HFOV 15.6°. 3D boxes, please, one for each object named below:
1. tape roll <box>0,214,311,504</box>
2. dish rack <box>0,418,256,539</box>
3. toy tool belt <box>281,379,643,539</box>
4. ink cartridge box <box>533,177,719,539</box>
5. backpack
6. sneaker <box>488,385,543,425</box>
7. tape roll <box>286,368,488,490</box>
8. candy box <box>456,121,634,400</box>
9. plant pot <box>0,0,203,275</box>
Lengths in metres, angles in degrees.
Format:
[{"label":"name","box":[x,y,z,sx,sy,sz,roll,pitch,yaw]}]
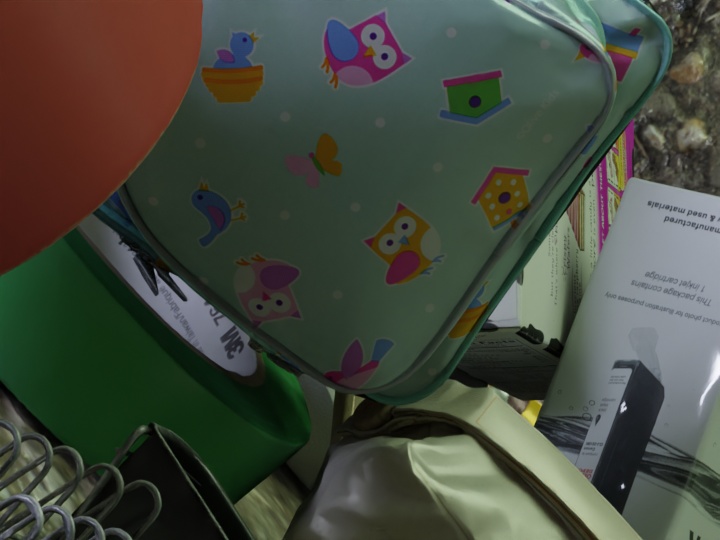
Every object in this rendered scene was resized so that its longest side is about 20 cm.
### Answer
[{"label":"tape roll","box":[-0.098,-0.004,0.917,0.201,0.048,0.201,49,9,-10]},{"label":"dish rack","box":[-0.064,0.098,0.644,0.154,0.054,0.200,54,9,25]},{"label":"toy tool belt","box":[0.054,0.123,0.932,0.200,0.125,0.123,49,17,-16]},{"label":"ink cartridge box","box":[0.141,0.085,1.109,0.083,0.201,0.144,15,-12,38]},{"label":"backpack","box":[-0.019,-0.070,0.856,0.199,0.176,0.153,35,16,-5]},{"label":"sneaker","box":[0.033,0.059,1.265,0.200,0.075,0.090,45,3,24]},{"label":"tape roll","box":[0.000,0.000,1.119,0.203,0.037,0.204,39,46,-55]},{"label":"candy box","box":[0.069,-0.023,1.142,0.200,0.061,0.138,31,57,-68]},{"label":"plant pot","box":[-0.142,-0.098,0.679,0.178,0.200,0.201,56,3,-36]}]
